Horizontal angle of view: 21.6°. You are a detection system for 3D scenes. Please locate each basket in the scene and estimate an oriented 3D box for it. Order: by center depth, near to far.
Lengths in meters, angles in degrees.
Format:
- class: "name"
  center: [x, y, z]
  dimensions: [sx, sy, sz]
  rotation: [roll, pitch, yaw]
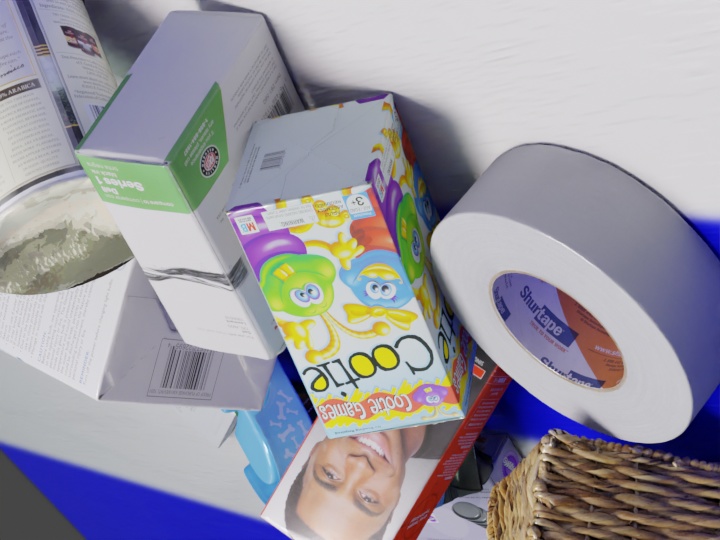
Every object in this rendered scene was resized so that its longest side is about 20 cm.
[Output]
- class: "basket"
  center: [0.188, 0.207, 1.266]
  dimensions: [0.199, 0.144, 0.149]
  rotation: [12, 157, -7]

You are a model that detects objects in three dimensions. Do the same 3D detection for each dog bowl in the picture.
- class: "dog bowl"
  center: [-0.095, 0.113, 1.660]
  dimensions: [0.201, 0.049, 0.112]
  rotation: [59, 158, 23]

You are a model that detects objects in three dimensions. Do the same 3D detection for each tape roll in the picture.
- class: "tape roll"
  center: [0.141, 0.016, 1.188]
  dimensions: [0.200, 0.066, 0.201]
  rotation: [35, 157, 17]

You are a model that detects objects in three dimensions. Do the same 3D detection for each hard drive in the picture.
- class: "hard drive"
  center: [-0.204, 0.091, 1.907]
  dimensions: [0.200, 0.025, 0.132]
  rotation: [40, 156, 4]

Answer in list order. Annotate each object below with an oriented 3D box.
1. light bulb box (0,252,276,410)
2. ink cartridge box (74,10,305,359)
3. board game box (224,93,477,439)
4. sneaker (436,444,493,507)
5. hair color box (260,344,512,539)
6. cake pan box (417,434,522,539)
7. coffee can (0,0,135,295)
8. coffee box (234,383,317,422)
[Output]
- class: "light bulb box"
  center: [-0.194, 0.020, 1.537]
  dimensions: [0.199, 0.126, 0.198]
  rotation: [22, -172, 39]
- class: "ink cartridge box"
  center: [-0.096, -0.057, 1.315]
  dimensions: [0.084, 0.147, 0.201]
  rotation: [8, 141, 30]
- class: "board game box"
  center: [0.000, 0.000, 1.264]
  dimensions: [0.102, 0.105, 0.201]
  rotation: [-10, 126, 18]
- class: "sneaker"
  center: [0.044, 0.085, 1.465]
  dimensions: [0.077, 0.110, 0.201]
  rotation: [24, -129, -86]
- class: "hair color box"
  center: [0.023, 0.123, 1.391]
  dimensions: [0.101, 0.201, 0.061]
  rotation: [32, -171, 19]
- class: "cake pan box"
  center: [0.074, 0.215, 1.598]
  dimensions: [0.199, 0.052, 0.185]
  rotation: [-5, 129, 40]
- class: "coffee can"
  center: [-0.241, -0.105, 1.374]
  dimensions: [0.147, 0.145, 0.201]
  rotation: [95, 154, -62]
- class: "coffee box"
  center: [-0.026, 0.162, 1.729]
  dimensions: [0.199, 0.044, 0.123]
  rotation: [11, 142, 50]
